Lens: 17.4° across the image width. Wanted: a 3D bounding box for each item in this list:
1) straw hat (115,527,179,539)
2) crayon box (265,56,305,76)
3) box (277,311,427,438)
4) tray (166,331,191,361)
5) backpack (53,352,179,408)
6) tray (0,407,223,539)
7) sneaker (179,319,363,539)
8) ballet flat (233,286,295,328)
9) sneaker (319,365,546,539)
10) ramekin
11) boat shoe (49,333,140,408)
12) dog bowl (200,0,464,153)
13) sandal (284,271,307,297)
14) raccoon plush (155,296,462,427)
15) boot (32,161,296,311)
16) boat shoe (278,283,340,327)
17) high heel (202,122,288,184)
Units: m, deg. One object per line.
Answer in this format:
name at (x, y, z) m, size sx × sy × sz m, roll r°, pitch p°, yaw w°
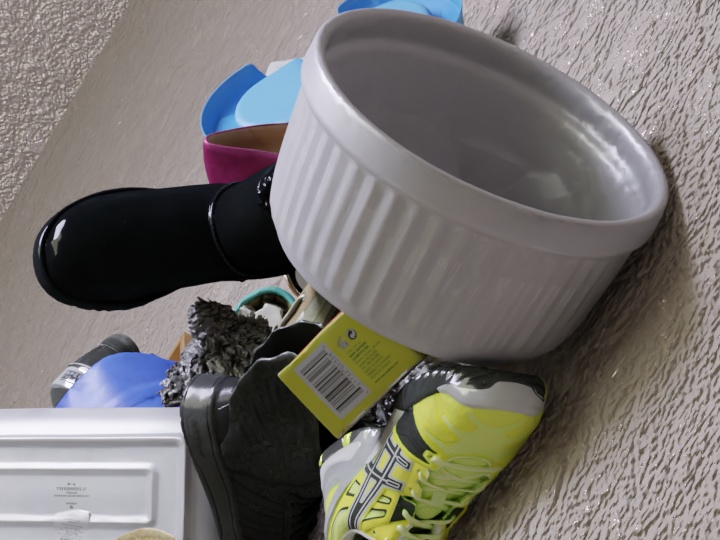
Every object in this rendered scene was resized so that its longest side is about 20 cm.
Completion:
straw hat at (-0.096, 0.248, 1.362) m, size 0.201 × 0.085 × 0.201 m, roll -25°, pitch 58°, yaw 48°
crayon box at (-0.022, -0.074, 1.632) m, size 0.126 × 0.052 × 0.200 m, roll -8°, pitch 39°, yaw 23°
box at (0.028, 0.019, 1.302) m, size 0.075 × 0.050 × 0.200 m, roll -45°, pitch 0°, yaw 29°
tray at (-0.148, 0.135, 1.840) m, size 0.099 × 0.037 × 0.200 m, roll -56°, pitch 17°, yaw 17°
backpack at (-0.137, 0.166, 1.512) m, size 0.168 × 0.162 × 0.200 m, roll 39°, pitch 99°, yaw 34°
tray at (-0.172, 0.137, 1.430) m, size 0.022 × 0.200 × 0.108 m, roll 13°, pitch -103°, yaw -64°
sneaker at (-0.037, 0.116, 1.361) m, size 0.104 × 0.200 × 0.060 m, roll -2°, pitch 36°, yaw 27°
ballet flat at (-0.086, 0.088, 1.638) m, size 0.070 × 0.067 × 0.200 m, roll 94°, pitch -170°, yaw -49°
sneaker at (0.041, 0.108, 1.235) m, size 0.200 × 0.075 × 0.077 m, roll 133°, pitch 142°, yaw -56°
ramekin at (0.048, -0.040, 1.217) m, size 0.200 × 0.200 × 0.105 m, roll -89°, pitch 22°, yaw -60°
boat shoe at (-0.170, 0.117, 1.642) m, size 0.064 × 0.071 × 0.200 m, roll -49°, pitch -18°, yaw -29°
dog bowl at (-0.011, -0.124, 1.602) m, size 0.200 × 0.050 × 0.111 m, roll -35°, pitch 36°, yaw -12°
sandal at (-0.025, 0.001, 1.637) m, size 0.082 × 0.055 × 0.200 m, roll -58°, pitch 16°, yaw 13°
raccoon plush at (-0.031, 0.053, 1.407) m, size 0.200 × 0.134 × 0.097 m, roll -41°, pitch 25°, yaw 52°
boot at (-0.075, -0.028, 1.382) m, size 0.162 × 0.198 × 0.074 m, roll -19°, pitch 78°, yaw 60°
boat shoe at (0.002, 0.001, 1.496) m, size 0.201 × 0.073 × 0.063 m, roll -60°, pitch 44°, yaw 31°
high heel at (-0.002, -0.091, 1.512) m, size 0.200 × 0.096 × 0.067 m, roll -26°, pitch 37°, yaw 2°
